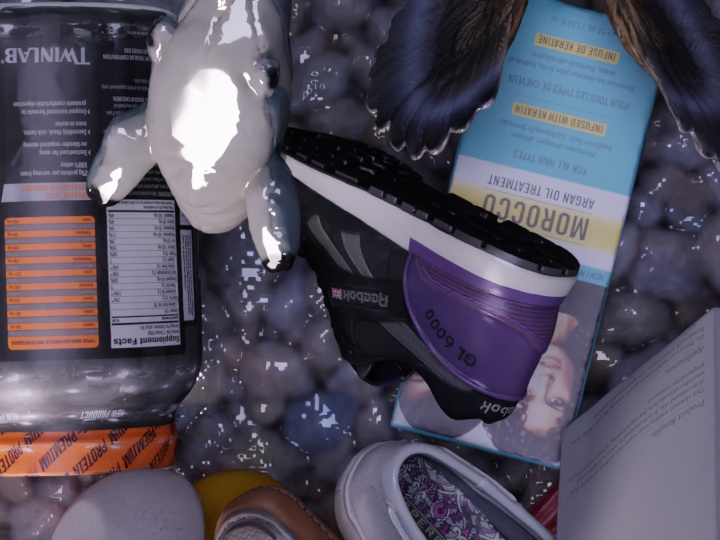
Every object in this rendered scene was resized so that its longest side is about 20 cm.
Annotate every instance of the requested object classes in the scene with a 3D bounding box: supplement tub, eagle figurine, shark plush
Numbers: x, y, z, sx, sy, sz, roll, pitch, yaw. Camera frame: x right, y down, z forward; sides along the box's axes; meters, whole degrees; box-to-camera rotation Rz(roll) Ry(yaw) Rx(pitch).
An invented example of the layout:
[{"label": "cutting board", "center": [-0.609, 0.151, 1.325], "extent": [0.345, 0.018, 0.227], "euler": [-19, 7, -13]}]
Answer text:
[{"label": "supplement tub", "center": [-0.132, -0.013, 0.988], "extent": [0.122, 0.123, 0.201], "euler": [-1, 89, 6]}, {"label": "eagle figurine", "center": [0.086, -0.140, 0.940], "extent": [0.151, 0.150, 0.201], "euler": [1, 91, 44]}, {"label": "shark plush", "center": [-0.056, -0.095, 0.893], "extent": [0.090, 0.083, 0.201], "euler": [11, 125, 15]}]

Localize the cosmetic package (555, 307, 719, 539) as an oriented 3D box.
[{"label": "cosmetic package", "center": [0.136, 0.130, 0.887], "extent": [0.081, 0.201, 0.113], "euler": [26, 137, -21]}]

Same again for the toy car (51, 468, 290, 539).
[{"label": "toy car", "center": [-0.080, 0.191, 0.966], "extent": [0.150, 0.175, 0.201], "euler": [-23, 50, 42]}]

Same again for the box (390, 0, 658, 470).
[{"label": "box", "center": [0.076, -0.018, 1.004], "extent": [0.082, 0.049, 0.201], "euler": [14, 90, 6]}]

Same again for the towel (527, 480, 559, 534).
[{"label": "towel", "center": [0.167, 0.122, 1.007], "extent": [0.200, 0.023, 0.144], "euler": [-43, 85, 4]}]

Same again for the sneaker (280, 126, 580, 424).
[{"label": "sneaker", "center": [0.000, 0.000, 0.965], "extent": [0.200, 0.075, 0.088], "euler": [32, 109, 44]}]

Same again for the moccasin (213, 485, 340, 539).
[{"label": "moccasin", "center": [0.016, 0.158, 0.909], "extent": [0.201, 0.078, 0.074], "euler": [45, 133, -18]}]

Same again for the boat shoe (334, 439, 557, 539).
[{"label": "boat shoe", "center": [0.075, 0.146, 0.958], "extent": [0.072, 0.068, 0.200], "euler": [-41, 93, -22]}]
